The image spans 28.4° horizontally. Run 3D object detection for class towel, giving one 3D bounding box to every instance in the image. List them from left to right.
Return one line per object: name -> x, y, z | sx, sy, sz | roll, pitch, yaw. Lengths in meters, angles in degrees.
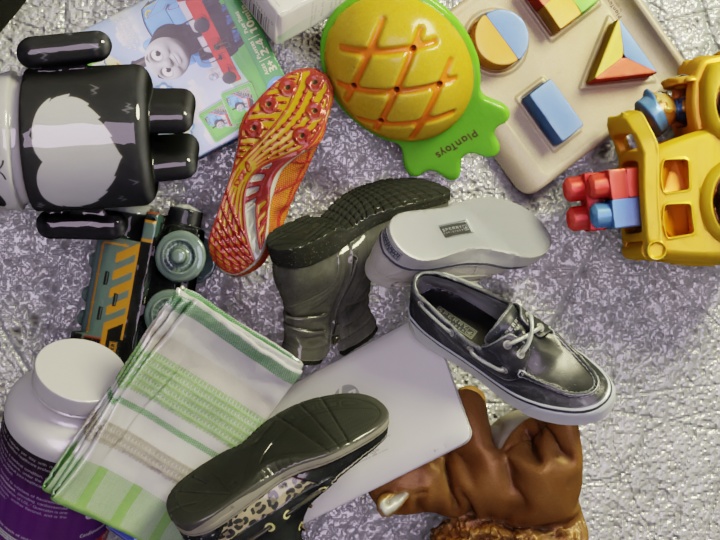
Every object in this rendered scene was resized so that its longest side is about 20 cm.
towel -> -0.148, 0.129, 1.172 | 0.149, 0.031, 0.201 | 35, 87, -36

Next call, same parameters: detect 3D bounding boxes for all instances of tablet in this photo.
tablet -> -0.004, 0.135, 1.270 | 0.199, 0.014, 0.131 | -29, 58, 17

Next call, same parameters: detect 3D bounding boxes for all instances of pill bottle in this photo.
pill bottle -> -0.256, 0.159, 1.221 | 0.112, 0.113, 0.201 | 17, 125, -5

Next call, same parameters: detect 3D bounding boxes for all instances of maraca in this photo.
maraca -> 0.049, -0.169, 1.292 | 0.137, 0.107, 0.200 | -29, 115, 25

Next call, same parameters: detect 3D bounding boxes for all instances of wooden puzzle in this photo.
wooden puzzle -> 0.182, -0.201, 1.332 | 0.200, 0.046, 0.186 | -37, 94, -4

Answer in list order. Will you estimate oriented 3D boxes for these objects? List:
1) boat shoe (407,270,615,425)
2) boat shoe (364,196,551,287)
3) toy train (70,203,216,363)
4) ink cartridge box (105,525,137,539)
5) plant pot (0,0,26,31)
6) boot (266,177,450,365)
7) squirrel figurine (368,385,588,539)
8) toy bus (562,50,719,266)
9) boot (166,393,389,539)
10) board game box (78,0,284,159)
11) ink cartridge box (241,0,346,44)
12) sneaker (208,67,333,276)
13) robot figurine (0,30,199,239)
boat shoe -> 0.127, 0.060, 1.210 | 0.199, 0.068, 0.072 | 31, 62, 22
boat shoe -> 0.087, -0.016, 1.297 | 0.199, 0.070, 0.071 | -9, 62, -41
toy train -> -0.199, 0.035, 1.285 | 0.113, 0.085, 0.202 | 10, 90, 4
ink cartridge box -> -0.167, 0.174, 1.266 | 0.042, 0.119, 0.201 | 32, 88, 0
plant pot -> -0.386, -0.268, 1.215 | 0.177, 0.199, 0.200 | -38, 94, -15
boot -> 0.000, 0.000, 1.310 | 0.199, 0.068, 0.131 | -24, 122, -29
squirrel figurine -> 0.101, 0.205, 1.282 | 0.185, 0.142, 0.202 | -11, 94, -6
toy bus -> 0.281, -0.099, 1.302 | 0.190, 0.136, 0.202 | -3, 91, -2
boot -> -0.057, 0.205, 1.219 | 0.203, 0.073, 0.154 | -28, 128, -18
board game box -> -0.177, -0.171, 1.304 | 0.199, 0.037, 0.152 | -27, 93, -4
ink cartridge box -> -0.040, -0.315, 1.294 | 0.199, 0.050, 0.161 | -30, 72, -22
sneaker -> -0.084, -0.092, 1.291 | 0.073, 0.077, 0.201 | 28, 96, 4
robot figurine -> -0.239, -0.113, 1.218 | 0.198, 0.125, 0.151 | -3, 75, -3
